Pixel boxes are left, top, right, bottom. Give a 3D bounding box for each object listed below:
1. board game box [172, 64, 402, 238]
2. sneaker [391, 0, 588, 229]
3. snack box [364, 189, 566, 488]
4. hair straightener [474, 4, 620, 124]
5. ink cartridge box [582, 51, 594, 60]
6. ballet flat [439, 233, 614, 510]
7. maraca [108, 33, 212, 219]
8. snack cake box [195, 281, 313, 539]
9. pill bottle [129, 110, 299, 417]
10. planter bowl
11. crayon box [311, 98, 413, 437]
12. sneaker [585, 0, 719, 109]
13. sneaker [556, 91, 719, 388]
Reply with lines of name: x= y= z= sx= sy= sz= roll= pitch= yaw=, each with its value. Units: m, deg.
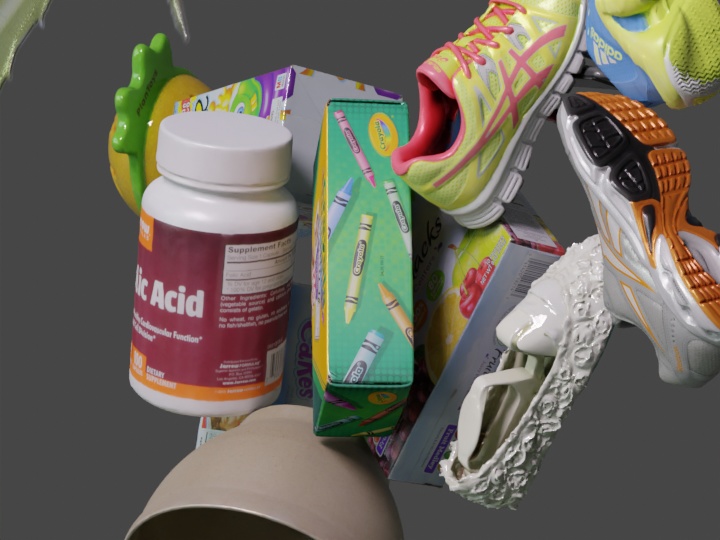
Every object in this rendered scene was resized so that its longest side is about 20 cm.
board game box: x=-0.067 y=-0.088 z=1.696 sx=0.200 sy=0.104 sz=0.104 roll=-9 pitch=72 yaw=58
sneaker: x=0.083 y=-0.130 z=1.388 sx=0.078 sy=0.090 sz=0.201 roll=25 pitch=94 yaw=59
snack box: x=0.054 y=0.028 z=1.495 sx=0.201 sy=0.053 sz=0.142 roll=-64 pitch=31 yaw=23
hair straightener: x=0.126 y=-0.143 z=1.459 sx=0.200 sy=0.041 sz=0.077 roll=32 pitch=106 yaw=64
ink cartridge box: x=0.181 y=-0.217 z=1.378 sx=0.200 sy=0.043 sz=0.174 roll=30 pitch=130 yaw=59
ballet flat: x=0.108 y=0.067 z=1.377 sx=0.072 sy=0.071 sz=0.201 roll=47 pitch=120 yaw=55
maraca: x=-0.165 y=-0.112 z=1.821 sx=0.106 sy=0.200 sz=0.138 roll=6 pitch=62 yaw=18
snack cake box: x=-0.071 y=0.111 z=1.669 sx=0.115 sy=0.067 sz=0.201 roll=0 pitch=79 yaw=62
pill bottle: x=-0.105 y=-0.006 z=1.548 sx=0.114 sy=0.114 sz=0.201 roll=-142 pitch=54 yaw=-58
planter bowl: x=-0.054 y=0.181 z=1.515 sx=0.200 sy=0.200 sz=0.135 roll=-43 pitch=19 yaw=46
crayon box: x=0.000 y=0.000 z=1.443 sx=0.119 sy=0.058 sz=0.201 roll=106 pitch=165 yaw=-69
sneaker: x=0.155 y=-0.187 z=1.308 sx=0.105 sy=0.075 sz=0.201 roll=-30 pitch=76 yaw=66
sneaker: x=0.162 y=-0.016 z=1.280 sx=0.201 sy=0.075 sz=0.092 roll=63 pitch=143 yaw=30
